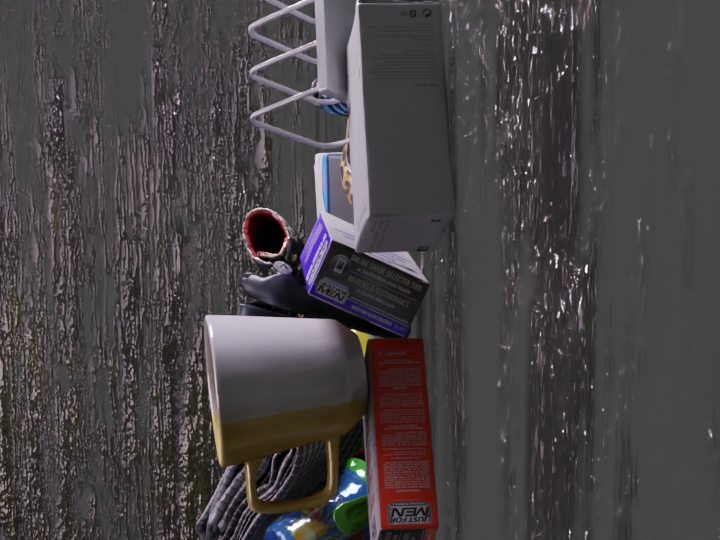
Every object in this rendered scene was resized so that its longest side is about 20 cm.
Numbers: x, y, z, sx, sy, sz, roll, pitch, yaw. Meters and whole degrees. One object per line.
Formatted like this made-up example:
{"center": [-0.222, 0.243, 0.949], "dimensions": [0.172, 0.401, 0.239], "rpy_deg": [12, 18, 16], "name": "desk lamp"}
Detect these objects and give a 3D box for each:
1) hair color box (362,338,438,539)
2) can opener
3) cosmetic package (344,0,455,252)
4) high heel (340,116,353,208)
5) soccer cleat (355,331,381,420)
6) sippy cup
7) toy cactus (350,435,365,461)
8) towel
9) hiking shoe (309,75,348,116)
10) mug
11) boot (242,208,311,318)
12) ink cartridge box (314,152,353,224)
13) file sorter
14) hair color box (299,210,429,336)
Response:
{"center": [0.037, 0.179, 1.393], "dimensions": [0.102, 0.060, 0.202], "rpy_deg": [99, 170, -61], "name": "hair color box"}
{"center": [-0.040, 0.041, 1.487], "dimensions": [0.063, 0.198, 0.079], "rpy_deg": [43, 119, 62], "name": "can opener"}
{"center": [0.033, -0.125, 1.242], "dimensions": [0.113, 0.080, 0.202], "rpy_deg": [109, 160, -72], "name": "cosmetic package"}
{"center": [0.010, -0.161, 1.534], "dimensions": [0.143, 0.071, 0.202], "rpy_deg": [85, -171, -53], "name": "high heel"}
{"center": [0.010, 0.126, 1.567], "dimensions": [0.065, 0.083, 0.202], "rpy_deg": [97, 171, -58], "name": "soccer cleat"}
{"center": [-0.031, 0.297, 1.538], "dimensions": [0.139, 0.130, 0.179], "rpy_deg": [35, 142, 44], "name": "sippy cup"}
{"center": [0.005, 0.168, 1.695], "dimensions": [0.201, 0.101, 0.166], "rpy_deg": [-84, 6, -53], "name": "toy cactus"}
{"center": [-0.087, 0.230, 1.590], "dimensions": [0.165, 0.085, 0.201], "rpy_deg": [-23, -34, -59], "name": "towel"}
{"center": [-0.020, -0.232, 1.824], "dimensions": [0.200, 0.086, 0.075], "rpy_deg": [140, 128, -84], "name": "hiking shoe"}
{"center": [-0.074, 0.128, 1.403], "dimensions": [0.150, 0.151, 0.188], "rpy_deg": [-112, 19, -57], "name": "mug"}
{"center": [-0.069, 0.032, 1.636], "dimensions": [0.205, 0.073, 0.154], "rpy_deg": [63, -174, 31], "name": "boot"}
{"center": [-0.010, -0.076, 1.753], "dimensions": [0.200, 0.083, 0.148], "rpy_deg": [-129, 37, -83], "name": "ink cartridge box"}
{"center": [-0.034, -0.242, 1.400], "dimensions": [0.124, 0.138, 0.202], "rpy_deg": [-14, 71, 39], "name": "file sorter"}
{"center": [0.000, 0.000, 1.435], "dimensions": [0.200, 0.108, 0.065], "rpy_deg": [-119, 54, -80], "name": "hair color box"}
